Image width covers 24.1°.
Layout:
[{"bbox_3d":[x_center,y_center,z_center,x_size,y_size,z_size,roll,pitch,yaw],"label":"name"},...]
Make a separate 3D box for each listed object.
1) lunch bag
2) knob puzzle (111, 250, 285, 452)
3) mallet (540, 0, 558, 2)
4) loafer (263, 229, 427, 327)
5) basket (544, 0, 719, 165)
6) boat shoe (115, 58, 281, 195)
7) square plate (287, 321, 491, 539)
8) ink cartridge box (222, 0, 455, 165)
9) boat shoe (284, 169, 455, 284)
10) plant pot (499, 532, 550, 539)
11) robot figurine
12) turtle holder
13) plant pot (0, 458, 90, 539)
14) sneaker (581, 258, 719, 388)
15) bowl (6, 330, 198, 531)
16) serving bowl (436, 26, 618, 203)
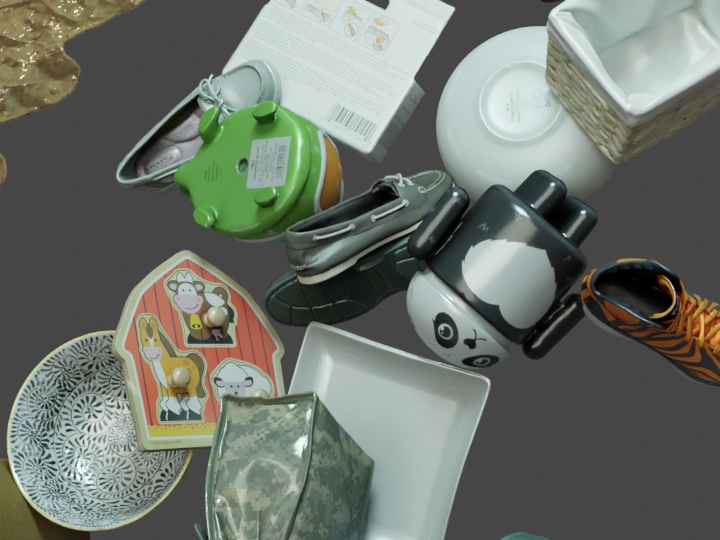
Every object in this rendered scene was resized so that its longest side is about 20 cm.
[{"bbox_3d":[-0.070,0.233,1.518,0.117,0.164,0.200,-4,60,21],"label":"lunch bag"},{"bbox_3d":[-0.151,0.072,1.641,0.030,0.220,0.220,-30,61,46],"label":"knob puzzle"},{"bbox_3d":[0.263,-0.337,1.706,0.200,0.041,0.066,-22,71,7],"label":"mallet"},{"bbox_3d":[0.000,0.000,1.685,0.200,0.072,0.063,-19,29,11],"label":"loafer"},{"bbox_3d":[0.281,-0.210,1.578,0.200,0.123,0.136,-31,72,-15],"label":"basket"},{"bbox_3d":[-0.168,-0.148,1.756,0.202,0.065,0.074,-33,80,20],"label":"boat shoe"},{"bbox_3d":[0.012,0.171,1.625,0.198,0.028,0.200,17,90,22],"label":"square plate"},{"bbox_3d":[-0.019,-0.231,1.762,0.200,0.045,0.176,30,87,24],"label":"ink cartridge box"},{"bbox_3d":[0.011,-0.057,1.644,0.200,0.057,0.067,-34,27,-26],"label":"boat shoe"},{"bbox_3d":[0.129,0.315,1.460,0.141,0.200,0.141,-41,65,4],"label":"plant pot"},{"bbox_3d":[0.134,0.000,1.593,0.150,0.125,0.200,43,94,23],"label":"robot figurine"},{"bbox_3d":[-0.101,-0.082,1.696,0.185,0.132,0.141,-35,58,26],"label":"turtle holder"},{"bbox_3d":[-0.395,0.260,1.658,0.186,0.200,0.187,-6,71,18],"label":"plant pot"},{"bbox_3d":[0.293,0.049,1.517,0.200,0.112,0.078,19,82,7],"label":"sneaker"},{"bbox_3d":[-0.242,0.169,1.687,0.201,0.094,0.201,-5,71,13],"label":"bowl"},{"bbox_3d":[0.166,-0.156,1.666,0.200,0.066,0.200,-5,72,16],"label":"serving bowl"}]
